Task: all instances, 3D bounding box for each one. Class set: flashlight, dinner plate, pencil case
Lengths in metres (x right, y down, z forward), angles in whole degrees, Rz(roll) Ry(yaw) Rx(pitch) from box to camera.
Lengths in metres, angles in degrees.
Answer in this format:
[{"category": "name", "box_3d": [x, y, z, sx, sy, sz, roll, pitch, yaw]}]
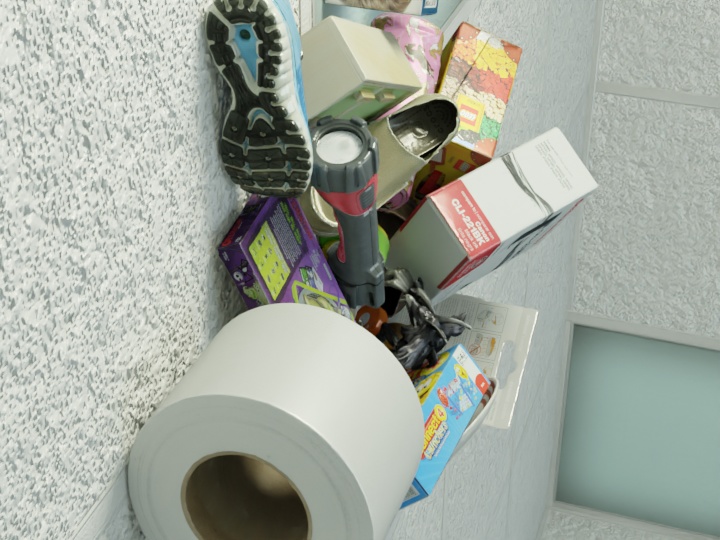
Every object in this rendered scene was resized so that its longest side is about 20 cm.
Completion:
[{"category": "flashlight", "box_3d": [-0.013, -0.048, 1.191, 0.201, 0.067, 0.068, 87, 3, -54]}, {"category": "dinner plate", "box_3d": [0.071, 0.184, 1.407, 0.024, 0.199, 0.200, 52, 27, -6]}, {"category": "pencil case", "box_3d": [0.030, -0.166, 1.384, 0.083, 0.085, 0.203, 119, -14, -72]}]

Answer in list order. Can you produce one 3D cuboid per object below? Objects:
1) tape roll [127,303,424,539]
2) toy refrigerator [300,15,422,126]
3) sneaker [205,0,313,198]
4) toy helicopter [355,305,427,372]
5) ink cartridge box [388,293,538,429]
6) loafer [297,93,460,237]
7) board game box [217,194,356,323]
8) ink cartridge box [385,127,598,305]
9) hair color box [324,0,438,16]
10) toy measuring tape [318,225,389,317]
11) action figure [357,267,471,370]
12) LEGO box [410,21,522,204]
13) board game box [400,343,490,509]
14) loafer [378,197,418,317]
[{"category": "tape roll", "box_3d": [-0.062, 0.146, 1.037, 0.139, 0.200, 0.205, -53, 149, -57]}, {"category": "toy refrigerator", "box_3d": [-0.010, -0.173, 1.212, 0.071, 0.075, 0.200, 60, 16, 4]}, {"category": "sneaker", "box_3d": [-0.067, -0.147, 1.070, 0.090, 0.077, 0.202, -67, 160, -49]}, {"category": "toy helicopter", "box_3d": [0.050, 0.118, 1.480, 0.079, 0.199, 0.133, 41, 69, -34]}, {"category": "ink cartridge box", "box_3d": [0.100, 0.107, 1.597, 0.050, 0.197, 0.163, 72, 32, -60]}, {"category": "loafer", "box_3d": [0.020, -0.111, 1.284, 0.200, 0.076, 0.068, -42, -178, -18]}, {"category": "board game box", "box_3d": [-0.053, 0.030, 1.170, 0.202, 0.032, 0.120, 65, 32, -25]}, {"category": "ink cartridge box", "box_3d": [0.137, -0.054, 1.434, 0.199, 0.084, 0.144, -29, 169, -31]}, {"category": "hair color box", "box_3d": [0.030, -0.345, 1.247, 0.060, 0.099, 0.203, -33, 131, -68]}, {"category": "toy measuring tape", "box_3d": [0.000, 0.000, 1.413, 0.201, 0.073, 0.074, 78, 26, -53]}, {"category": "action figure", "box_3d": [0.028, 0.065, 1.375, 0.118, 0.103, 0.200, -36, -178, -37]}, {"category": "LEGO box", "box_3d": [0.095, -0.156, 1.499, 0.200, 0.076, 0.151, 129, -19, -63]}, {"category": "board game box", "box_3d": [0.015, 0.182, 1.352, 0.056, 0.199, 0.196, 51, 35, -10]}, {"category": "loafer", "box_3d": [0.034, -0.013, 1.519, 0.201, 0.072, 0.072, 80, 26, -50]}]
